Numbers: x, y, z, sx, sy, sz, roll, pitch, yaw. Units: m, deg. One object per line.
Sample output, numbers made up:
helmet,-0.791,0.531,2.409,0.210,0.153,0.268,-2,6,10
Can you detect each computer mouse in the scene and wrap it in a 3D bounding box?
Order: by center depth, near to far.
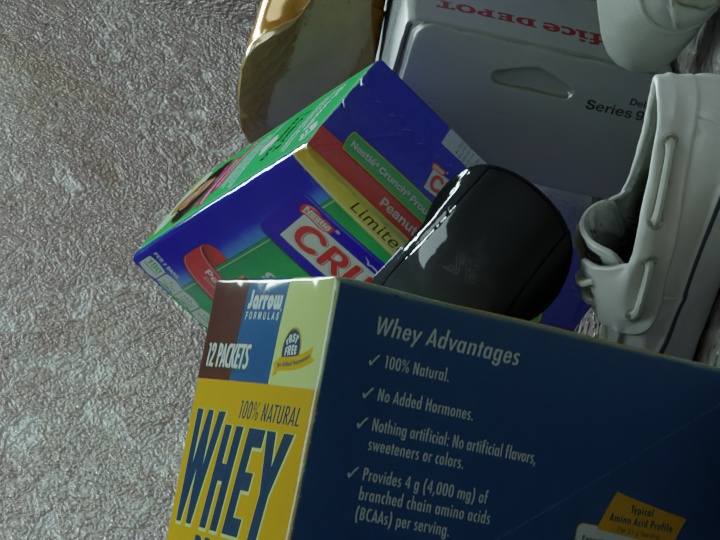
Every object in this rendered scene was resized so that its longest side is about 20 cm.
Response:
computer mouse,0.052,0.050,1.038,0.046,0.140,0.200,-41,-6,-44

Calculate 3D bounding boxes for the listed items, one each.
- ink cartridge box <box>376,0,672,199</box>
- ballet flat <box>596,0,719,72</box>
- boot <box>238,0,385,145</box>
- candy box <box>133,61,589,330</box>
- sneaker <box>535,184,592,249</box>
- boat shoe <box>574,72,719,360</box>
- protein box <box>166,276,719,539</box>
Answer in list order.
ink cartridge box,0.085,-0.135,1.222,0.200,0.145,0.088,-90,13,-58
ballet flat,0.163,-0.175,1.038,0.069,0.069,0.200,-92,16,-62
boot,-0.011,-0.173,1.233,0.144,0.071,0.202,-77,6,-51
candy box,0.000,0.000,1.161,0.200,0.169,0.077,-29,21,53
sneaker,0.096,-0.061,1.295,0.200,0.075,0.114,122,156,-77
boat shoe,0.128,-0.011,0.996,0.074,0.065,0.200,-88,12,-52
protein box,0.033,0.120,0.907,0.135,0.198,0.201,-2,76,66
